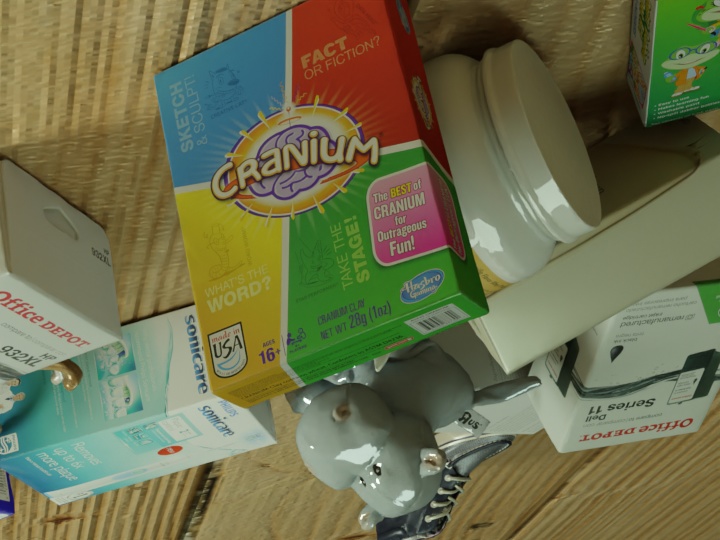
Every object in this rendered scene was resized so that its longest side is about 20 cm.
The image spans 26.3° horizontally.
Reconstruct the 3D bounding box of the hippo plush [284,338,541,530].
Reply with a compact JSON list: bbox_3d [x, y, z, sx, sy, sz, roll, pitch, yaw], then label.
[{"bbox_3d":[0.012,0.130,1.221,0.199,0.161,0.159,33,130,-15],"label":"hippo plush"}]

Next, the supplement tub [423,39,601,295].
[{"bbox_3d":[0.033,-0.044,0.946,0.199,0.146,0.144,-23,155,21],"label":"supplement tub"}]

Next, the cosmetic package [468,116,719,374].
[{"bbox_3d":[0.156,-0.024,1.035,0.199,0.104,0.073,-30,117,-3],"label":"cosmetic package"}]

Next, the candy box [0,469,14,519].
[{"bbox_3d":[-0.426,0.193,1.304,0.199,0.078,0.169,-22,156,20],"label":"candy box"}]

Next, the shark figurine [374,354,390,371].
[{"bbox_3d":[0.105,0.021,1.176,0.213,0.090,0.128,-5,154,-48],"label":"shark figurine"}]

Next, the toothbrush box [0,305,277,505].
[{"bbox_3d":[-0.183,0.110,1.244,0.198,0.086,0.147,-17,156,4],"label":"toothbrush box"}]

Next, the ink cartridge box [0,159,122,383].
[{"bbox_3d":[-0.276,0.021,0.995,0.198,0.084,0.145,-20,155,14],"label":"ink cartridge box"}]

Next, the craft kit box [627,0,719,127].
[{"bbox_3d":[0.263,-0.172,0.920,0.198,0.049,0.198,-15,154,2],"label":"craft kit box"}]

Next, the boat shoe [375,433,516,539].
[{"bbox_3d":[0.091,0.230,1.647,0.199,0.093,0.074,-28,153,30],"label":"boat shoe"}]

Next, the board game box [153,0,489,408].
[{"bbox_3d":[-0.027,-0.045,0.843,0.152,0.202,0.040,-23,154,19],"label":"board game box"}]

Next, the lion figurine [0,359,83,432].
[{"bbox_3d":[-0.287,0.068,1.117,0.200,0.073,0.122,-40,107,19],"label":"lion figurine"}]

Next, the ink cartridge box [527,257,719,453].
[{"bbox_3d":[0.236,0.053,1.283,0.145,0.083,0.201,-7,138,-18],"label":"ink cartridge box"}]

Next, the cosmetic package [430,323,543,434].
[{"bbox_3d":[0.107,0.097,1.393,0.199,0.075,0.102,8,148,-36],"label":"cosmetic package"}]
